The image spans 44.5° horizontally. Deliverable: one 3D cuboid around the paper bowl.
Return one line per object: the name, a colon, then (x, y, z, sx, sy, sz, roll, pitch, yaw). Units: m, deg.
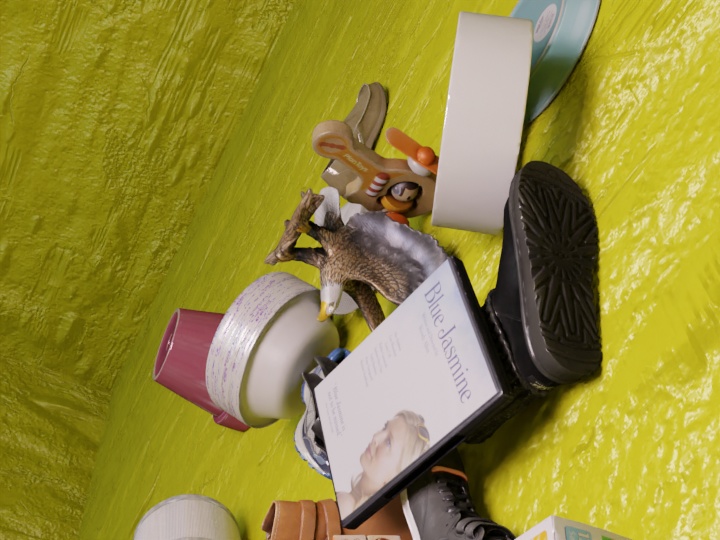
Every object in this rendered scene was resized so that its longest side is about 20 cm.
paper bowl: (-0.103, 0.113, 1.167, 0.201, 0.103, 0.203, -44, -32, -37)

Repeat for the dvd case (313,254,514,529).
dvd case: (0.035, 0.103, 0.738, 0.200, 0.017, 0.144, -45, 41, 28)

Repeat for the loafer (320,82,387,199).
loafer: (-0.011, -0.214, 1.391, 0.076, 0.066, 0.204, -28, 45, 62)

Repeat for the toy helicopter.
toy helicopter: (0.026, -0.115, 1.001, 0.131, 0.199, 0.080, -22, 55, 34)

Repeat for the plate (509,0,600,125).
plate: (0.186, -0.249, 0.944, 0.201, 0.025, 0.202, -55, 23, 36)

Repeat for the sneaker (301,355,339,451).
sneaker: (-0.009, 0.182, 0.919, 0.060, 0.103, 0.202, -55, 23, 33)

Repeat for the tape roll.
tape roll: (0.114, -0.139, 0.840, 0.202, 0.069, 0.207, 7, -90, -85)

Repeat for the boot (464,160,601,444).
boot: (0.122, 0.026, 0.751, 0.158, 0.078, 0.215, -45, 31, 51)

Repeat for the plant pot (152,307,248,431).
plant pot: (-0.253, 0.155, 1.518, 0.201, 0.176, 0.202, -54, 24, 39)

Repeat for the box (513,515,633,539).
box: (0.104, 0.250, 0.537, 0.201, 0.100, 0.114, -51, 26, 43)

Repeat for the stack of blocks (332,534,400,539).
stack of blocks: (0.000, 0.334, 0.717, 0.116, 0.057, 0.204, -111, 27, -63)

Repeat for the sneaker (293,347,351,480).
sneaker: (-0.030, 0.163, 1.047, 0.086, 0.076, 0.201, -55, 23, 24)

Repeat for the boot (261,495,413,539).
boot: (-0.009, 0.225, 0.794, 0.204, 0.152, 0.074, -69, 19, 1)

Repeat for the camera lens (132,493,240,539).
camera lens: (-0.240, 0.425, 1.226, 0.162, 0.157, 0.200, -64, 19, 13)

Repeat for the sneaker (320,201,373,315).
sneaker: (-0.013, -0.021, 1.207, 0.115, 0.073, 0.203, -32, 32, 64)

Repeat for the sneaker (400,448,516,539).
sneaker: (0.084, 0.200, 0.703, 0.099, 0.070, 0.203, -47, 35, 44)

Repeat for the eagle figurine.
eagle figurine: (-0.003, 0.007, 0.975, 0.153, 0.197, 0.152, -62, 9, -2)
